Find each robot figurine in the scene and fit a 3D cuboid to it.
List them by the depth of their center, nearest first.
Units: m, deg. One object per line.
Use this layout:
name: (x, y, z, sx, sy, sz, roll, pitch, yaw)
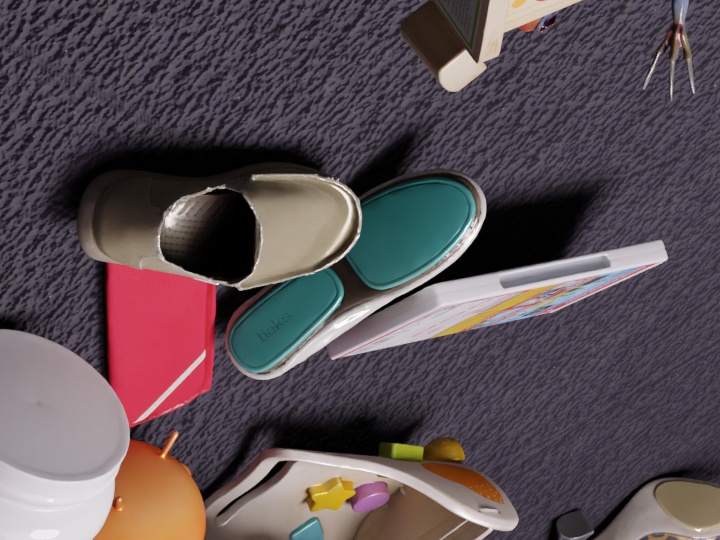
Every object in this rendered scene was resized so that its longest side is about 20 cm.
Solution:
robot figurine: (-0.172, 0.190, 1.675, 0.144, 0.117, 0.200, 1, 138, -28)

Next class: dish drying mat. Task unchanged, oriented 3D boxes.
dish drying mat: (-0.125, 0.030, 1.582, 0.077, 0.018, 0.200, -21, 148, -19)

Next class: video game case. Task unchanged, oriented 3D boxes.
video game case: (0.093, 0.020, 1.715, 0.200, 0.017, 0.143, -11, 170, -35)

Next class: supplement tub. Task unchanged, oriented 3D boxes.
supplement tub: (-0.236, 0.146, 1.517, 0.144, 0.144, 0.200, -2, 138, -42)

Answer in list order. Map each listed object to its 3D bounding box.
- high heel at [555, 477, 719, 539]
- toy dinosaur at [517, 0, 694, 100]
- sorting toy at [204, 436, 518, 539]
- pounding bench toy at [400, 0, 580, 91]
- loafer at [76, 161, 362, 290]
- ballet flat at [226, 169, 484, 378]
high heel: (0.257, 0.253, 2.205, 0.200, 0.071, 0.143, -8, 138, -11)
toy dinosaur: (0.170, -0.211, 1.500, 0.181, 0.105, 0.200, -16, 110, -6)
sorting toy: (-0.023, 0.176, 1.822, 0.180, 0.107, 0.200, 18, 135, -38)
pounding bench toy: (0.102, -0.198, 1.363, 0.156, 0.124, 0.200, -23, 152, -18)
loafer: (-0.073, -0.022, 1.487, 0.200, 0.068, 0.076, -4, 110, -39)
ballet flat: (0.000, 0.000, 1.610, 0.200, 0.069, 0.069, -37, 150, 16)
